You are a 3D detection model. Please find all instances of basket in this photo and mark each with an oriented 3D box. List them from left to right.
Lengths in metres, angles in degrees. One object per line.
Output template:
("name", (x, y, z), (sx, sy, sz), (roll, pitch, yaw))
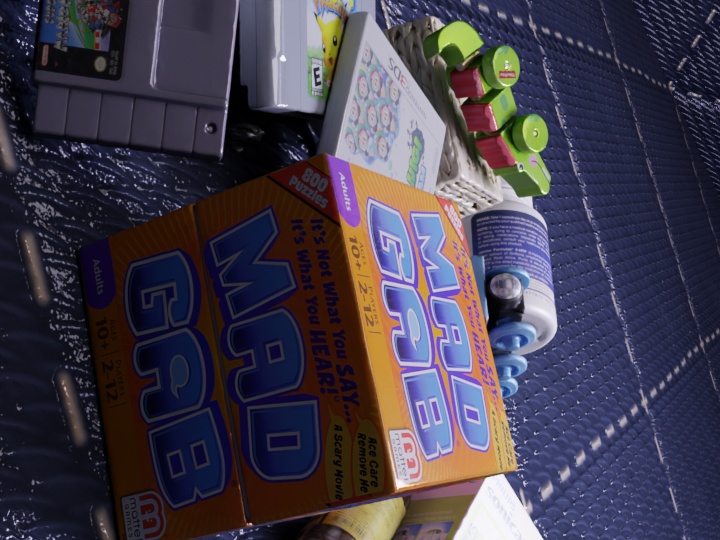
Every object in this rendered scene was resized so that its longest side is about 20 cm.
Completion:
("basket", (0.062, -0.153, 1.154), (0.135, 0.123, 0.202), (18, 58, -59))

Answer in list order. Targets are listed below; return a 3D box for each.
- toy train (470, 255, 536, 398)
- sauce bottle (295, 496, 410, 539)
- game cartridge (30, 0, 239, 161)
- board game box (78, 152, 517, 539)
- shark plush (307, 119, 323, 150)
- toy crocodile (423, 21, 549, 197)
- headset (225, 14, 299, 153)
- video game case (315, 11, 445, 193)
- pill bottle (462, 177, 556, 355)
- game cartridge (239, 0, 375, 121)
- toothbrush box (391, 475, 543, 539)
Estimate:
("toy train", (0.100, 0.064, 1.035), (0.201, 0.113, 0.087), (93, -4, -58))
("sauce bottle", (0.005, 0.195, 0.895), (0.065, 0.064, 0.200), (68, 28, -10))
("game cartridge", (-0.144, -0.180, 0.716), (0.128, 0.038, 0.202), (6, 87, -16))
("board game box", (-0.038, 0.062, 0.737), (0.200, 0.199, 0.202), (11, 64, -61))
("shark plush", (-0.020, -0.175, 1.057), (0.201, 0.083, 0.091), (61, -19, 21))
("toy crocodile", (0.129, -0.155, 1.069), (0.062, 0.067, 0.201), (-44, 118, -31))
("headset", (-0.068, -0.174, 0.924), (0.200, 0.093, 0.124), (-49, 137, -33))
("video game case", (0.018, -0.087, 0.940), (0.182, 0.024, 0.202), (46, 50, -53))
("pill bottle", (0.163, -0.013, 1.270), (0.120, 0.119, 0.201), (42, 40, -46))
("game cartridge", (-0.037, -0.192, 0.896), (0.200, 0.040, 0.135), (-9, 96, -66))
("toothbrush box", (0.077, 0.283, 0.901), (0.146, 0.086, 0.200), (58, 41, -17))
